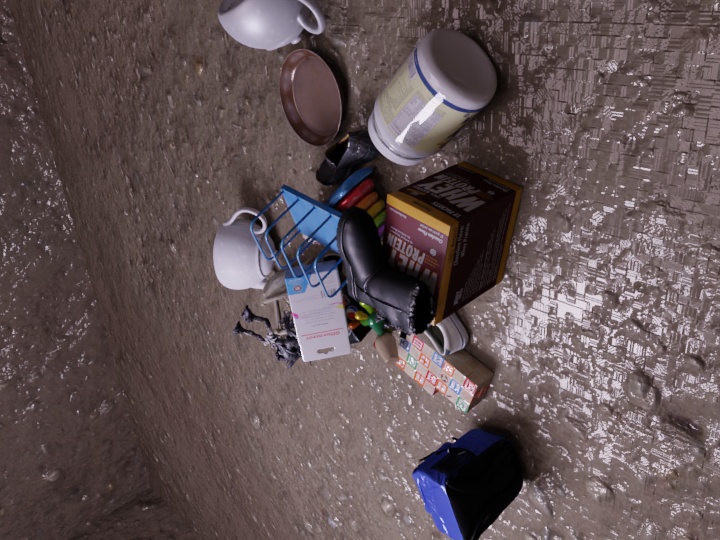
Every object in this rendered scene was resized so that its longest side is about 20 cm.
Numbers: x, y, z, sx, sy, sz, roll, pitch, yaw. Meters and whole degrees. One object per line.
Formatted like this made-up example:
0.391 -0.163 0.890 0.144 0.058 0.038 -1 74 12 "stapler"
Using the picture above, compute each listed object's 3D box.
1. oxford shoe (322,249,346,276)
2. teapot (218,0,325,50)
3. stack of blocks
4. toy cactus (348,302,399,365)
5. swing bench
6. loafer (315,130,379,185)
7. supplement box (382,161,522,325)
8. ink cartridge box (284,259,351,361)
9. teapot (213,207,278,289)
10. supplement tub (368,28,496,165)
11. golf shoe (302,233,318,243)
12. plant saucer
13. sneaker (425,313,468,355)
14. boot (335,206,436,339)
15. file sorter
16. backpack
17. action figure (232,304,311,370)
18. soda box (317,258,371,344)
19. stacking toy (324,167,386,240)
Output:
0.000 0.000 1.415 0.199 0.074 0.071 22 127 41 "oxford shoe"
-0.166 -0.501 1.242 0.197 0.201 0.146 -30 129 24 "teapot"
0.171 0.205 1.348 0.200 0.058 0.116 38 137 29 "stack of blocks"
0.034 0.128 1.387 0.201 0.102 0.166 81 170 -54 "toy cactus"
-0.144 0.085 1.593 0.198 0.129 0.201 -19 97 54 "swing bench"
-0.043 -0.234 1.313 0.200 0.072 0.073 -31 59 49 "loafer"
0.151 -0.051 1.102 0.132 0.199 0.198 32 133 34 "supplement box"
-0.091 0.089 1.409 0.068 0.114 0.201 -103 3 -71 "ink cartridge box"
-0.285 -0.046 1.670 0.145 0.200 0.199 1 81 11 "teapot"
0.111 -0.278 1.057 0.146 0.145 0.200 58 143 7 "supplement tub"
-0.051 -0.096 1.424 0.199 0.075 0.092 16 108 36 "golf shoe"
-0.098 -0.363 1.347 0.200 0.034 0.202 29 132 37 "plant saucer"
0.140 0.080 1.300 0.201 0.071 0.073 54 142 14 "sneaker"
0.042 0.006 1.039 0.162 0.073 0.199 30 140 41 "boot"
-0.108 -0.057 1.309 0.199 0.123 0.139 29 154 32 "file sorter"
0.219 0.416 1.307 0.167 0.199 0.164 11 124 57 "backpack"
-0.191 0.150 1.500 0.199 0.102 0.119 27 114 -8 "action figure"
-0.056 0.076 1.493 0.200 0.071 0.063 53 145 -12 "soda box"
0.029 -0.100 1.320 0.200 0.116 0.110 47 141 -2 "stacking toy"
